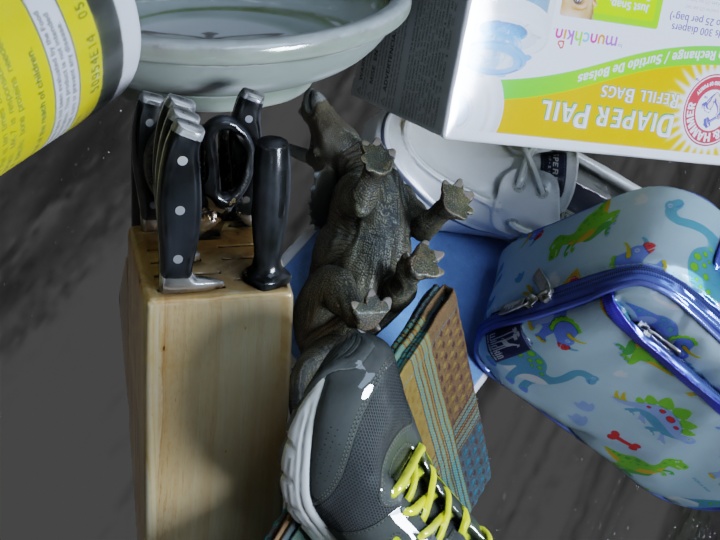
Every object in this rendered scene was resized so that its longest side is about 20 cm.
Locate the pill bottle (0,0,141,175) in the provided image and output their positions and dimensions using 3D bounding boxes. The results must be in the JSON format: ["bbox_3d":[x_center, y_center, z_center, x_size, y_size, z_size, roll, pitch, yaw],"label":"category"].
[{"bbox_3d":[-0.191,-0.071,0.643,0.200,0.114,0.115,-41,96,-35],"label":"pill bottle"}]

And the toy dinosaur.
[{"bbox_3d":[0.000,0.000,0.823,0.076,0.102,0.202,12,67,-19],"label":"toy dinosaur"}]

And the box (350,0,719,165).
[{"bbox_3d":[0.111,-0.125,0.874,0.198,0.101,0.114,2,106,-30],"label":"box"}]

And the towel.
[{"bbox_3d":[0.006,0.122,0.791,0.200,0.022,0.147,-54,145,-37],"label":"towel"}]

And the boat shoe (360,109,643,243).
[{"bbox_3d":[0.096,-0.050,0.923,0.199,0.065,0.074,18,63,-26],"label":"boat shoe"}]

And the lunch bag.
[{"bbox_3d":[0.172,0.047,0.885,0.200,0.160,0.083,39,55,-24],"label":"lunch bag"}]

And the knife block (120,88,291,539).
[{"bbox_3d":[-0.065,0.028,0.719,0.063,0.176,0.202,-3,73,-12],"label":"knife block"}]

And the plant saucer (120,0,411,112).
[{"bbox_3d":[-0.074,-0.117,0.807,0.199,0.199,0.051,-17,120,-37],"label":"plant saucer"}]

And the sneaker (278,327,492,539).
[{"bbox_3d":[0.024,0.108,0.705,0.075,0.084,0.201,-53,145,-40],"label":"sneaker"}]

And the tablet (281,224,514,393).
[{"bbox_3d":[0.031,0.006,0.906,0.130,0.014,0.200,47,52,-9],"label":"tablet"}]
